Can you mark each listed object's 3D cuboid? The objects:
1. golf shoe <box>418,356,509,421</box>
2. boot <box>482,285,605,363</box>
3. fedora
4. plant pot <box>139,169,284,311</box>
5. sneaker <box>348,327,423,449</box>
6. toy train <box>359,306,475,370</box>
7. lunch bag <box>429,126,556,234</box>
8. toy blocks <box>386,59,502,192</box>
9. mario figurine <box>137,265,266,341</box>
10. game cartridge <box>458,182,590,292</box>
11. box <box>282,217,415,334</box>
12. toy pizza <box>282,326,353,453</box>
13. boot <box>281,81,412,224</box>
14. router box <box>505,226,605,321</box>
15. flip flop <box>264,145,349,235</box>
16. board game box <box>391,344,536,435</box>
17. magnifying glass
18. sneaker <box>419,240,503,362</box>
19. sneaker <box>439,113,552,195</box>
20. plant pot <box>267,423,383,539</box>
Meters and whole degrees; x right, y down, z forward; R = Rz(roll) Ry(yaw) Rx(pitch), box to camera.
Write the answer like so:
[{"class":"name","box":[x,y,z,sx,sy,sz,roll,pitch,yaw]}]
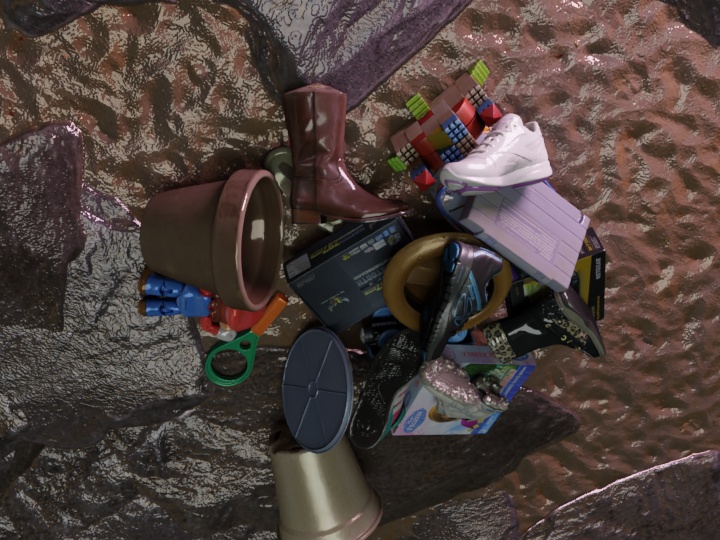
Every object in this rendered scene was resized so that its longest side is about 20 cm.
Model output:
[{"class":"golf shoe","box":[0.146,0.202,1.221,0.198,0.079,0.097,27,126,-37]},{"class":"boot","box":[0.297,0.104,1.234,0.152,0.074,0.203,-27,141,20]},{"class":"fedora","box":[0.127,0.005,1.166,0.196,0.082,0.203,-3,127,-4]},{"class":"plant pot","box":[-0.219,-0.049,1.116,0.171,0.201,0.204,5,119,11]},{"class":"sneaker","box":[0.049,0.187,1.239,0.083,0.121,0.202,29,89,8]},{"class":"toy train","box":[0.097,0.117,1.293,0.196,0.087,0.116,-7,128,-6]},{"class":"lunch bag","box":[0.210,-0.116,1.188,0.160,0.076,0.200,-43,116,13]},{"class":"toy blocks","box":[0.122,-0.197,1.097,0.199,0.137,0.100,-39,116,13]},{"class":"mario figurine","box":[-0.246,0.042,1.227,0.196,0.108,0.124,9,153,0]},{"class":"game cartridge","box":[0.239,-0.070,1.117,0.198,0.038,0.131,33,72,-20]},{"class":"box","box":[0.000,0.000,1.211,0.198,0.051,0.158,-29,137,9]},{"class":"toy pizza","box":[-0.065,0.193,1.256,0.031,0.201,0.202,6,120,-37]},{"class":"boot","box":[-0.020,-0.170,1.099,0.182,0.064,0.204,-1,94,3]},{"class":"router box","box":[0.313,0.033,1.249,0.155,0.053,0.201,-20,142,3]},{"class":"flip flop","box":[-0.062,-0.110,1.164,0.081,0.058,0.199,-43,115,15]},{"class":"board game box","box":[0.170,0.208,1.319,0.196,0.042,0.202,4,133,-24]},{"class":"magnifying glass","box":[-0.188,0.116,1.291,0.079,0.023,0.200,34,111,-21]},{"class":"sneaker","box":[0.140,0.055,1.105,0.080,0.074,0.202,9,125,-14]},{"class":"sneaker","box":[0.176,-0.155,1.036,0.198,0.074,0.102,-14,98,-39]},{"class":"plant pot","box":[-0.077,0.360,1.349,0.197,0.201,0.187,-15,108,1]}]
